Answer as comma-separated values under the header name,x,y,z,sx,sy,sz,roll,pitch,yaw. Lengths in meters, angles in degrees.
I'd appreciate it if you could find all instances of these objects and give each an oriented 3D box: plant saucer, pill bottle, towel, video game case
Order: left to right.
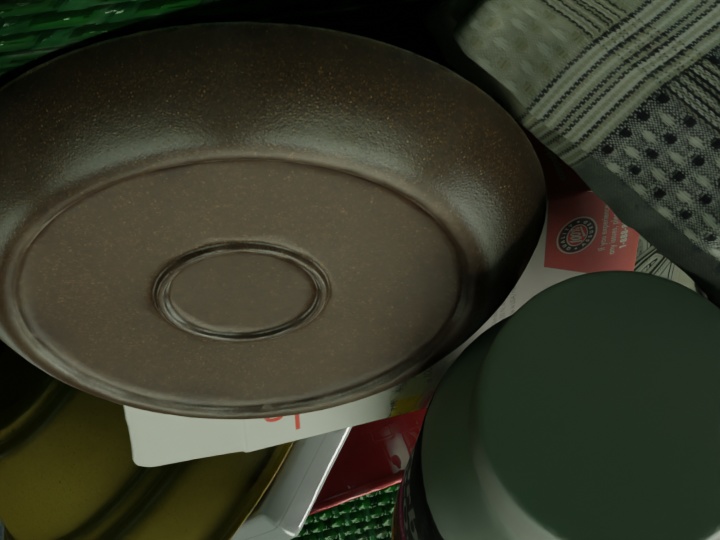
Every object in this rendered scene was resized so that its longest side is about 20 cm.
name,x,y,z,sx,sy,sz,roll,pitch,yaw
plant saucer,-0.038,-0.003,0.669,0.200,0.032,0.200,-3,146,-2
video game case,-0.032,0.051,0.950,0.022,0.182,0.200,33,156,-13
pill bottle,0.075,0.076,0.737,0.116,0.117,0.200,-13,162,-9
towel,0.121,-0.036,0.574,0.035,0.192,0.200,-54,-172,-22

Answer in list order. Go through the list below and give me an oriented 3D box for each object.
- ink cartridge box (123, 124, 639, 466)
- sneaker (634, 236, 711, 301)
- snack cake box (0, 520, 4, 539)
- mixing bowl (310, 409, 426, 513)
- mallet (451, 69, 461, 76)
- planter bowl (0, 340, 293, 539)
name,x,y,z,sx,sy,sz,roll,pitch,yaw
ink cartridge box,0.000,0.000,0.794,0.200,0.068,0.117,-13,143,-10
sneaker,0.133,0.019,0.916,0.076,0.088,0.200,-2,129,-34
snack cake box,-0.133,0.131,1.103,0.115,0.200,0.067,-18,171,26
mixing bowl,-0.003,0.071,1.174,0.200,0.109,0.200,-20,175,-2
mallet,-0.004,-0.057,0.674,0.200,0.041,0.066,-9,172,-13
planter bowl,-0.110,0.055,0.899,0.083,0.201,0.200,37,144,-25
